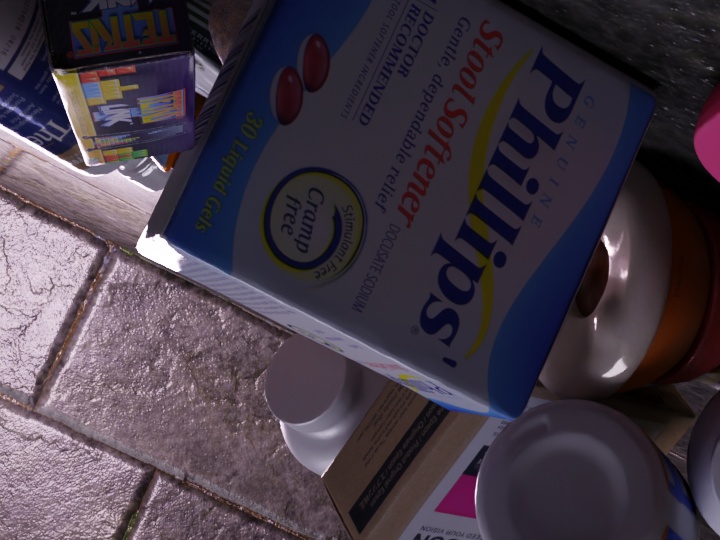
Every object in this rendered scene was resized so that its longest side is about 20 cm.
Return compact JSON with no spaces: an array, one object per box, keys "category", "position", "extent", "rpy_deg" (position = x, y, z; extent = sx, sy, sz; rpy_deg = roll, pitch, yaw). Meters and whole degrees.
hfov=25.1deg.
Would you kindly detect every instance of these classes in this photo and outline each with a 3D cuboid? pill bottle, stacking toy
[{"category":"pill bottle","position":[0.015,0.109,1.171],"extent":[0.110,0.112,0.200],"rpy_deg":[18,170,40]},{"category":"pill bottle","position":[-0.217,-0.140,1.218],"extent":[0.199,0.112,0.111],"rpy_deg":[31,170,-34]},{"category":"stacking toy","position":[0.208,0.020,0.981],"extent":[0.198,0.148,0.146],"rpy_deg":[12,178,-24]},{"category":"pill bottle","position":[0.259,0.118,1.002],"extent":[0.111,0.113,0.200],"rpy_deg":[23,-177,14]},{"category":"pill bottle","position":[0.145,0.151,0.982],"extent":[0.111,0.113,0.200],"rpy_deg":[21,172,24]}]

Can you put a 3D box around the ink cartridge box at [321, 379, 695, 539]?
[{"category":"ink cartridge box","position":[0.100,0.119,1.087],"extent":[0.198,0.166,0.075],"rpy_deg":[13,-149,-36]}]

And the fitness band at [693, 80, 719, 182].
[{"category":"fitness band","position":[0.224,-0.048,0.719],"extent":[0.142,0.038,0.200],"rpy_deg":[26,171,0]}]

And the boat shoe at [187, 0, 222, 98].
[{"category":"boat shoe","position":[-0.052,-0.117,0.986],"extent":[0.198,0.074,0.067],"rpy_deg":[21,166,-6]}]

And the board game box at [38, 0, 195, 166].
[{"category":"board game box","position":[-0.105,-0.143,0.666],"extent":[0.056,0.168,0.200],"rpy_deg":[-10,176,-7]}]

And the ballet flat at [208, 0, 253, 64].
[{"category":"ballet flat","position":[-0.008,-0.085,0.902],"extent":[0.201,0.068,0.067],"rpy_deg":[52,149,-1]}]

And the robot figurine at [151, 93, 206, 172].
[{"category":"robot figurine","position":[-0.095,-0.095,1.086],"extent":[0.144,0.059,0.200],"rpy_deg":[14,-158,-26]}]

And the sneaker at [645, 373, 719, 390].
[{"category":"sneaker","position":[0.223,0.016,1.105],"extent":[0.199,0.074,0.119],"rpy_deg":[3,-130,-36]}]

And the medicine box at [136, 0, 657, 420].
[{"category":"medicine box","position":[0.017,-0.050,0.816],"extent":[0.198,0.184,0.103],"rpy_deg":[27,172,-13]}]
